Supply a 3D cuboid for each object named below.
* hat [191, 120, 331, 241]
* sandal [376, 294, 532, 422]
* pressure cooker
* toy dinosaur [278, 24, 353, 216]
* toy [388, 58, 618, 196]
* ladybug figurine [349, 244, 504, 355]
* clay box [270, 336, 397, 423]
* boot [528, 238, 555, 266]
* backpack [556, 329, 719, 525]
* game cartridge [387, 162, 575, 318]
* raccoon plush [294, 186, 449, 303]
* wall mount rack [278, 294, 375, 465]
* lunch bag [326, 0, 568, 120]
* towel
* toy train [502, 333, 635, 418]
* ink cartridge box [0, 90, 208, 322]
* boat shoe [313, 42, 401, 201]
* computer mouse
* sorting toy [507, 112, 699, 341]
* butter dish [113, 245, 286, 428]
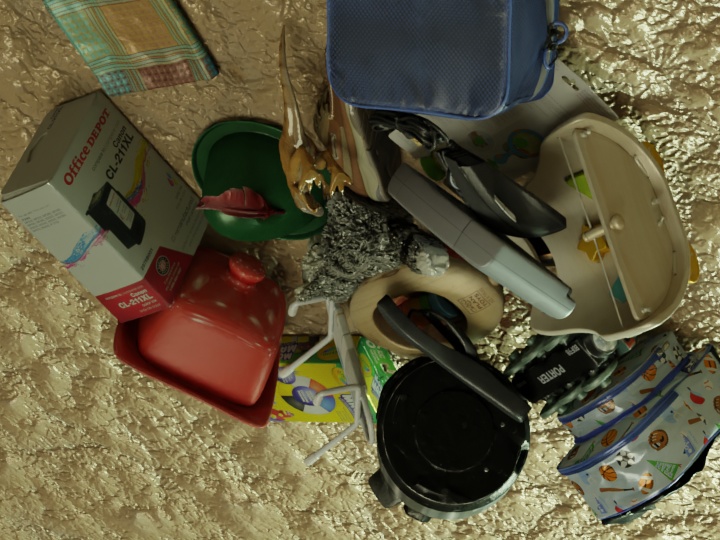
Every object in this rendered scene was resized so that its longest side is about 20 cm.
[{"bbox_3d":[-0.130,-0.042,1.669,0.164,0.177,0.200,-17,128,37],"label":"hat"},{"bbox_3d":[0.100,0.084,1.696,0.199,0.043,0.076,37,176,-9],"label":"sandal"},{"bbox_3d":[0.100,0.195,1.824,0.174,0.181,0.200,9,168,4],"label":"pressure cooker"},{"bbox_3d":[-0.061,-0.120,1.559,0.106,0.060,0.202,43,148,43],"label":"toy dinosaur"},{"bbox_3d":[0.134,-0.147,1.523,0.115,0.048,0.199,38,133,-23],"label":"toy"},{"bbox_3d":[0.077,0.026,1.737,0.199,0.072,0.136,-18,129,40],"label":"ladybug figurine"},{"bbox_3d":[-0.050,0.132,1.946,0.198,0.048,0.115,-1,137,28],"label":"clay box"},{"bbox_3d":[0.219,-0.011,1.624,0.198,0.075,0.097,-16,126,36],"label":"boot"},{"bbox_3d":[0.299,0.170,1.707,0.154,0.191,0.200,42,140,0],"label":"backpack"},{"bbox_3d":[0.105,-0.032,1.502,0.132,0.042,0.200,27,-170,-34],"label":"game cartridge"},{"bbox_3d":[0.000,0.000,1.645,0.096,0.200,0.135,15,108,-25],"label":"raccoon plush"},{"bbox_3d":[-0.042,0.121,1.811,0.074,0.202,0.174,-12,151,-10],"label":"wall mount rack"},{"bbox_3d":[0.081,-0.209,1.388,0.198,0.132,0.138,10,108,24],"label":"lunch bag"},{"bbox_3d":[-0.244,-0.256,1.599,0.145,0.022,0.201,-5,135,31],"label":"towel"},{"bbox_3d":[0.223,0.079,1.671,0.085,0.114,0.200,45,153,1],"label":"toy train"},{"bbox_3d":[-0.270,-0.068,1.733,0.082,0.147,0.200,-15,129,36],"label":"ink cartridge box"},{"bbox_3d":[-0.014,-0.146,1.578,0.071,0.076,0.201,9,138,22],"label":"boat shoe"},{"bbox_3d":[0.088,-0.085,1.454,0.199,0.046,0.140,32,-178,-33],"label":"computer mouse"},{"bbox_3d":[0.207,-0.024,1.518,0.179,0.106,0.202,-26,78,46],"label":"sorting toy"},{"bbox_3d":[-0.155,0.043,1.805,0.198,0.201,0.148,28,119,-14],"label":"butter dish"}]
